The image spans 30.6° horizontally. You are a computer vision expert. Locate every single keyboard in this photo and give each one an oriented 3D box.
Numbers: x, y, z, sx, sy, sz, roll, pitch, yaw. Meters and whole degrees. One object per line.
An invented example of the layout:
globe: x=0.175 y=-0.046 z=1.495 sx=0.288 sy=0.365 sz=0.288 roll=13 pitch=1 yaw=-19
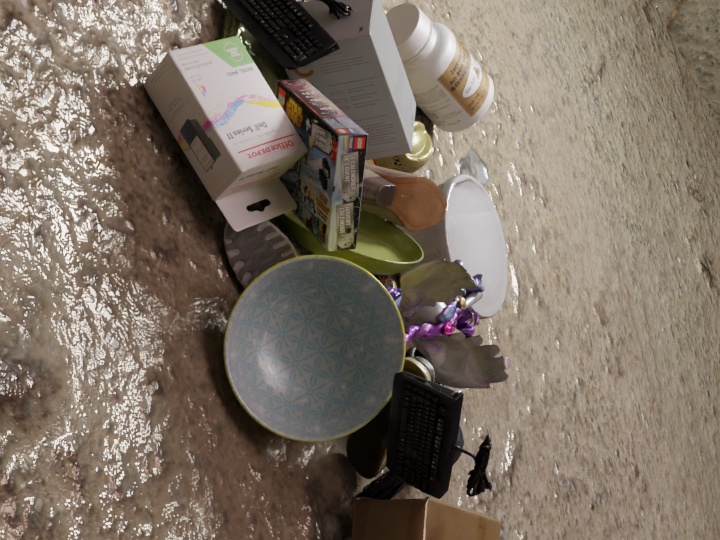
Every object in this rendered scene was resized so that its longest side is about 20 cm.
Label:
keyboard: x=-0.089 y=-0.328 z=1.620 sx=0.200 sy=0.126 sz=0.021 roll=49 pitch=-23 yaw=31
keyboard: x=0.088 y=0.191 z=1.429 sx=0.201 sy=0.126 sz=0.021 roll=92 pitch=22 yaw=-51

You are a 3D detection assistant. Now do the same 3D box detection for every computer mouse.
computer mouse: x=0.080 y=0.236 z=1.618 sx=0.053 sy=0.138 sz=0.200 roll=50 pitch=18 yaw=6

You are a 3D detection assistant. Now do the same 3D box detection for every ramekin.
ramekin: x=0.126 y=-0.028 z=1.856 sx=0.202 sy=0.093 sz=0.205 roll=26 pitch=59 yaw=-55

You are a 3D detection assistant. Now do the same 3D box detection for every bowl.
bowl: x=-0.055 y=0.084 z=1.459 sx=0.108 sy=0.198 sz=0.202 roll=174 pitch=-106 yaw=-82

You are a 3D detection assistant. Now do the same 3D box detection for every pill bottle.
pill bottle: x=0.109 y=-0.312 z=2.010 sx=0.200 sy=0.113 sz=0.115 roll=40 pitch=40 yaw=-40

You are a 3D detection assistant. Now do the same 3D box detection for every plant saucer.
plant saucer: x=-0.019 y=-0.042 z=1.606 sx=0.198 sy=0.031 sz=0.200 roll=20 pitch=17 yaw=-6

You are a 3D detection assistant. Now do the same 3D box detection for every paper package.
paper package: x=0.072 y=0.370 z=1.493 sx=0.190 sy=0.102 sz=0.203 roll=29 pitch=60 yaw=-51

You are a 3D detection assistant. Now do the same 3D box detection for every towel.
towel: x=-0.128 y=-0.243 z=1.649 sx=0.148 sy=0.036 sz=0.202 roll=45 pitch=36 yaw=-38

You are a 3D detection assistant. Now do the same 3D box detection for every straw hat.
straw hat: x=0.055 y=-0.172 z=1.860 sx=0.201 sy=0.084 sz=0.203 roll=37 pitch=42 yaw=-43

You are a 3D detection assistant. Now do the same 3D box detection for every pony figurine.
pony figurine: x=0.081 y=0.057 z=1.569 sx=0.168 sy=0.191 sz=0.200 roll=68 pitch=27 yaw=-15

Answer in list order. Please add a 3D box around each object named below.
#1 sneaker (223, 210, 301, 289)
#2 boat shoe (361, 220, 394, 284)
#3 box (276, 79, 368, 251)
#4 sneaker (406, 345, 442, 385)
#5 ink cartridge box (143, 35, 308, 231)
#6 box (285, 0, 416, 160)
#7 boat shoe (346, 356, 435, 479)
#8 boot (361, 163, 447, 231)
sneaker: x=-0.093 y=0.009 z=1.539 sx=0.201 sy=0.075 sz=0.082 roll=51 pitch=1 yaw=-22
boat shoe: x=0.000 y=0.000 z=1.677 sx=0.072 sy=0.067 sz=0.201 roll=51 pitch=34 yaw=-29
box: x=-0.051 y=-0.126 z=1.522 sx=0.200 sy=0.039 sz=0.139 roll=-132 pitch=-138 yaw=-55
sneaker: x=0.083 y=0.150 z=1.690 sx=0.199 sy=0.098 sz=0.072 roll=24 pitch=50 yaw=-53
ink cartridge box: x=-0.140 y=-0.155 z=1.475 sx=0.117 sy=0.067 sz=0.201 roll=-25 pitch=80 yaw=-47
box: x=-0.013 y=-0.246 z=1.699 sx=0.201 sy=0.123 sz=0.098 roll=67 pitch=22 yaw=-44
boat shoe: x=0.042 y=0.162 z=1.526 sx=0.072 sy=0.202 sz=0.066 roll=43 pitch=45 yaw=19
boot: x=0.006 y=-0.109 z=1.687 sx=0.199 sy=0.145 sz=0.071 roll=15 pitch=95 yaw=-57
